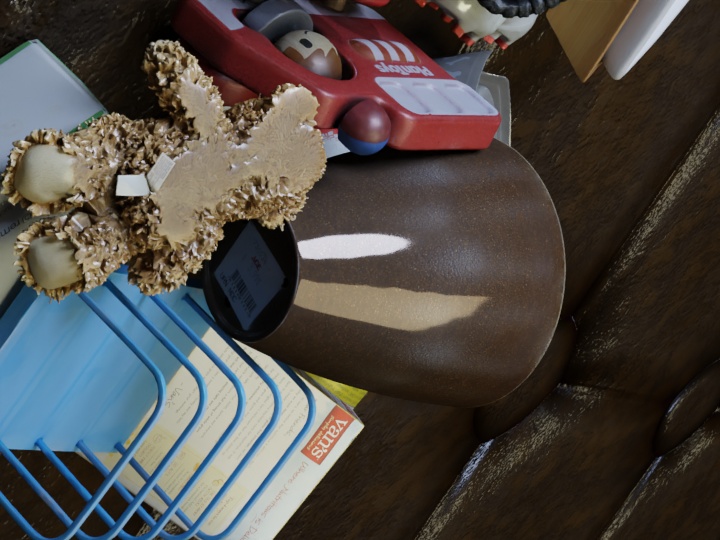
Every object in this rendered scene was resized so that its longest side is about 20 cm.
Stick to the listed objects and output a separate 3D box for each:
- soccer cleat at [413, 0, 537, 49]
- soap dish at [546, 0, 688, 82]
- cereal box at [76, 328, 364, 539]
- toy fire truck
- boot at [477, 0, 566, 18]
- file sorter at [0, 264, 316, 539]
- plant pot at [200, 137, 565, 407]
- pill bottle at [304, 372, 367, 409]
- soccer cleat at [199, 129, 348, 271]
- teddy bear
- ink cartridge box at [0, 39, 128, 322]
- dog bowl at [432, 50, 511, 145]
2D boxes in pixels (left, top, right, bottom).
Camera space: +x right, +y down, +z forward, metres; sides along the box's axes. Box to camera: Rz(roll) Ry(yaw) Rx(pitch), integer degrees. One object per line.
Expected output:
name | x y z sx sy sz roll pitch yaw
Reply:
soccer cleat | 0.091 -0.206 1.401 0.078 0.069 0.200 -53 168 14
soap dish | 0.230 -0.252 1.479 0.200 0.081 0.158 -47 172 -41
cereal box | -0.115 0.107 1.415 0.200 0.040 0.144 40 92 -23
toy fire truck | -0.017 -0.133 1.241 0.199 0.168 0.113 -4 129 -54
boot | 0.146 -0.268 1.290 0.079 0.158 0.211 35 108 -21
file sorter | -0.139 0.089 1.214 0.139 0.123 0.200 -53 155 12
plant pot | 0.000 0.000 1.273 0.199 0.187 0.188 0 126 -45
pill bottle | -0.052 0.074 1.506 0.200 0.114 0.114 -50 152 2
soccer cleat | -0.051 -0.048 1.386 0.199 0.085 0.069 -26 145 -37
teddy bear | -0.116 -0.054 1.120 0.199 0.067 0.146 -36 119 -22
ink cartridge box | -0.214 -0.017 1.188 0.146 0.083 0.201 -38 152 -20
dog bowl | 0.069 -0.068 1.470 0.200 0.058 0.202 6 90 -77
